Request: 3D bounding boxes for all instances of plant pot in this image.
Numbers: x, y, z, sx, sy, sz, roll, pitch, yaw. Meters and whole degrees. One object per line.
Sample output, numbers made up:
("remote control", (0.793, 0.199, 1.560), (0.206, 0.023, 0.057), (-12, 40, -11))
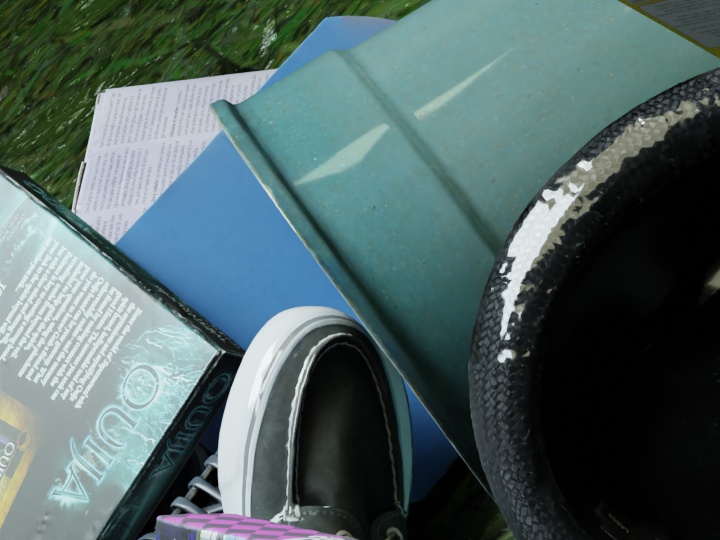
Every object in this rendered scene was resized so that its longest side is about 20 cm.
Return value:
("plant pot", (0.082, -0.036, 0.916), (0.196, 0.200, 0.200), (-37, 23, 0))

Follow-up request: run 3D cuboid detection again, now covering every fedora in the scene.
("fedora", (0.135, 0.029, 0.781), (0.201, 0.201, 0.092), (-44, -9, 3))

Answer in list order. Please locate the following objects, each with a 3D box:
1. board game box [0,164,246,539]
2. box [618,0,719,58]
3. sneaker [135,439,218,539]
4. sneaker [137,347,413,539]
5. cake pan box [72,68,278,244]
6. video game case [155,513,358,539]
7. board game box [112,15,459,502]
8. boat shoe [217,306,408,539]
("board game box", (-0.146, 0.077, 0.999), (0.135, 0.028, 0.200), (38, 98, 26))
("box", (0.182, -0.075, 0.778), (0.117, 0.200, 0.048), (-7, 63, 51))
("sneaker", (-0.091, 0.157, 1.043), (0.070, 0.082, 0.200), (47, 113, 39))
("sneaker", (-0.058, 0.094, 0.912), (0.077, 0.146, 0.202), (8, 72, 35))
("cake pan box", (-0.035, -0.033, 1.164), (0.184, 0.052, 0.200), (-6, 31, 3))
("video game case", (-0.008, 0.171, 0.762), (0.200, 0.036, 0.181), (1, 90, 60))
("board game box", (0.000, 0.000, 1.041), (0.200, 0.158, 0.039), (-49, -1, -15))
("boat shoe", (-0.006, 0.112, 0.863), (0.057, 0.069, 0.200), (1, 90, 55))
